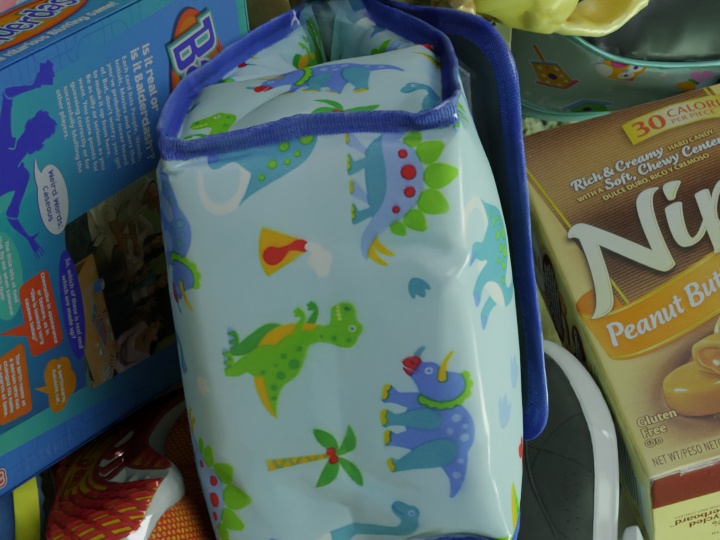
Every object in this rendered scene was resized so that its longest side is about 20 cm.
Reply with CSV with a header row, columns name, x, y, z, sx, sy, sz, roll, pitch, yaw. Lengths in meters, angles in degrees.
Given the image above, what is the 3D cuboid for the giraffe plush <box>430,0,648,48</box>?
name,x,y,z,sx,sy,sz,roll,pitch,yaw
giraffe plush,0.040,-0.155,1.140,0.172,0.162,0.201,-12,95,4

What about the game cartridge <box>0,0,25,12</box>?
name,x,y,z,sx,sy,sz,roll,pitch,yaw
game cartridge,-0.199,-0.087,1.110,0.200,0.041,0.133,36,61,12

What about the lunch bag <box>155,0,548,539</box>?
name,x,y,z,sx,sy,sz,roll,pitch,yaw
lunch bag,0.000,0.000,1.061,0.127,0.200,0.171,-6,106,2

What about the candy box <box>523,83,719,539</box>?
name,x,y,z,sx,sy,sz,roll,pitch,yaw
candy box,0.141,0.015,1.206,0.115,0.055,0.200,-15,47,-6

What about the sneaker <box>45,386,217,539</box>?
name,x,y,z,sx,sy,sz,roll,pitch,yaw
sneaker,-0.075,0.094,1.090,0.077,0.073,0.200,62,11,-13

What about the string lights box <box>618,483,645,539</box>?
name,x,y,z,sx,sy,sz,roll,pitch,yaw
string lights box,0.034,0.091,1.217,0.200,0.059,0.103,29,58,-20

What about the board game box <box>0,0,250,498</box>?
name,x,y,z,sx,sy,sz,roll,pitch,yaw
board game box,-0.110,-0.017,1.058,0.200,0.045,0.153,-32,123,-46

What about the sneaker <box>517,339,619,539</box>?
name,x,y,z,sx,sy,sz,roll,pitch,yaw
sneaker,0.041,0.094,1.124,0.099,0.071,0.201,17,45,-19

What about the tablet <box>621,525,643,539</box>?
name,x,y,z,sx,sy,sz,roll,pitch,yaw
tablet,0.122,0.192,1.174,0.014,0.200,0.131,-3,66,12

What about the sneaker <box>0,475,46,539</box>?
name,x,y,z,sx,sy,sz,roll,pitch,yaw
sneaker,-0.176,0.029,1.104,0.078,0.066,0.201,-4,73,-32

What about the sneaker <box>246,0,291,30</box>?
name,x,y,z,sx,sy,sz,roll,pitch,yaw
sneaker,-0.101,-0.173,1.188,0.090,0.067,0.201,-23,104,-2

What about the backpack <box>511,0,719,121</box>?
name,x,y,z,sx,sy,sz,roll,pitch,yaw
backpack,0.123,-0.150,1.314,0.199,0.153,0.177,-3,79,-33
